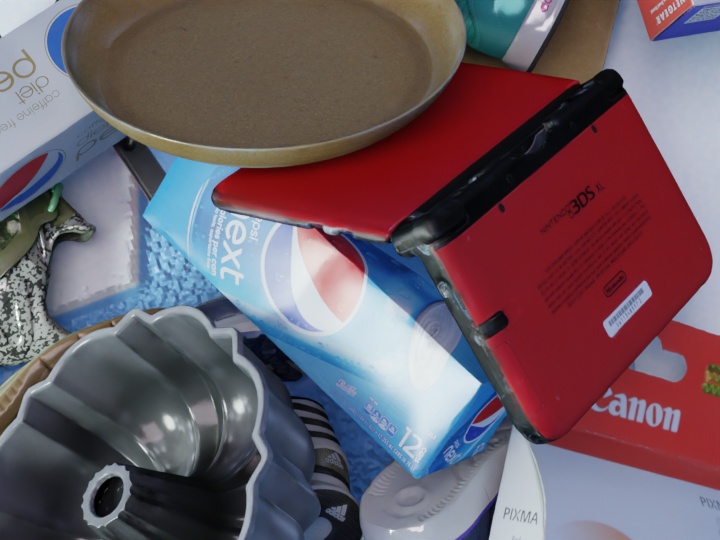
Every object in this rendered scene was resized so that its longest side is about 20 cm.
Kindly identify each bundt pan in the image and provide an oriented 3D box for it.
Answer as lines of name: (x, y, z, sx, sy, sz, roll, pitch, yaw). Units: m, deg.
bundt pan: (-0.099, 0.123, 0.982, 0.201, 0.076, 0.203, -23, 50, 31)

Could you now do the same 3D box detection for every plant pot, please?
plant pot: (-0.047, -0.107, 0.993, 0.199, 0.028, 0.200, 0, 39, 0)

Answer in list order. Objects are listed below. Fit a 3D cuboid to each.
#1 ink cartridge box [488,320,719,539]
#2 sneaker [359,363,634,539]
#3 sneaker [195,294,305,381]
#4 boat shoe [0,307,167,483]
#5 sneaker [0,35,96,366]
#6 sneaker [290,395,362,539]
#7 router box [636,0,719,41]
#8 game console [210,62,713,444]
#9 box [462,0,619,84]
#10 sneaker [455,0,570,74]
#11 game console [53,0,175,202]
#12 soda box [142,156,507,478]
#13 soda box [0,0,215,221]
ink cartridge box: (0.143, 0.121, 1.008, 0.162, 0.050, 0.201, 17, 84, -35)
sneaker: (0.082, 0.138, 1.054, 0.080, 0.147, 0.200, 13, 39, 42)
sneaker: (0.000, 0.000, 1.084, 0.199, 0.077, 0.086, -14, 67, -8)
boat shoe: (-0.172, 0.082, 1.084, 0.199, 0.063, 0.074, -30, 98, -10)
sneaker: (-0.192, -0.036, 1.119, 0.088, 0.077, 0.201, -1, 86, -6)
sneaker: (-0.082, 0.141, 1.078, 0.200, 0.076, 0.116, -38, 36, 21)
router box: (0.220, -0.225, 1.061, 0.199, 0.049, 0.180, -12, 78, -23)
game console: (0.056, -0.018, 0.979, 0.118, 0.200, 0.173, -23, 100, 41)
box: (0.031, -0.115, 1.089, 0.199, 0.021, 0.164, 15, 66, 3)
sneaker: (0.073, -0.212, 1.084, 0.120, 0.084, 0.201, 24, 65, -3)
game console: (-0.062, -0.113, 1.128, 0.177, 0.031, 0.200, -35, 79, 1)
soda box: (-0.010, 0.008, 0.988, 0.200, 0.068, 0.064, 42, 117, 20)
soda box: (-0.168, -0.088, 1.060, 0.200, 0.068, 0.064, -36, 79, -19)
